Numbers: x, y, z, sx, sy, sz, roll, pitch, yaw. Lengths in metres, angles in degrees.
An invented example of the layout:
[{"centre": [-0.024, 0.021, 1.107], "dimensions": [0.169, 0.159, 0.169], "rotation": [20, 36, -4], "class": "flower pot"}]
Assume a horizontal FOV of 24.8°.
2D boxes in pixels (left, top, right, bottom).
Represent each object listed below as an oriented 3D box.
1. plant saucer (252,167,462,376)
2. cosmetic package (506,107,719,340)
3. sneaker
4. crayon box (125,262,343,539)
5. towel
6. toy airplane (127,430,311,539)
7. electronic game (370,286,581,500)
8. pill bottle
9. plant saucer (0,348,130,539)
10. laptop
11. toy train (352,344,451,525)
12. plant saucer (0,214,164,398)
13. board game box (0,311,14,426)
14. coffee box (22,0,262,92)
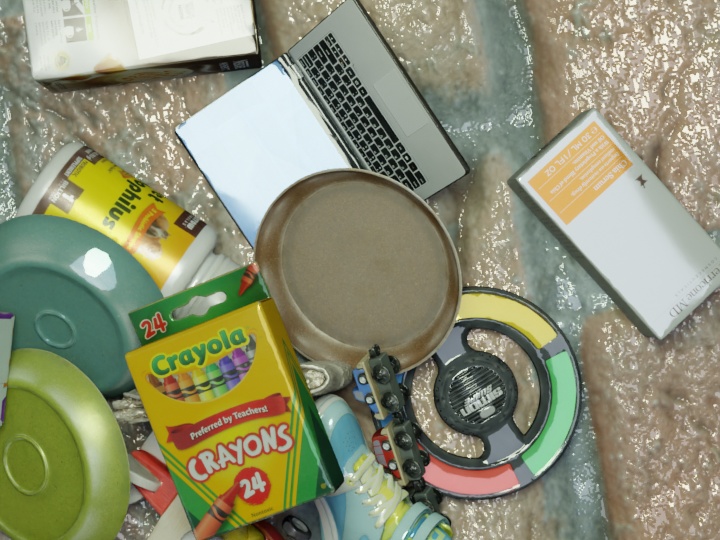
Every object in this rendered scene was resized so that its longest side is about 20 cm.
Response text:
[{"centre": [0.000, 0.000, 1.484], "dimensions": [0.200, 0.032, 0.201], "rotation": [7, 111, 19], "class": "plant saucer"}, {"centre": [0.241, -0.043, 1.515], "dimensions": [0.101, 0.071, 0.200], "rotation": [-43, 93, -1], "class": "cosmetic package"}, {"centre": [0.023, 0.202, 1.453], "dimensions": [0.080, 0.130, 0.200], "rotation": [-45, 134, -37], "class": "sneaker"}, {"centre": [-0.110, 0.109, 1.359], "dimensions": [0.127, 0.051, 0.200], "rotation": [-22, 90, 11], "class": "crayon box"}, {"centre": [-0.111, 0.105, 1.459], "dimensions": [0.199, 0.133, 0.035], "rotation": [-9, 88, 10], "class": "towel"}, {"centre": [-0.144, 0.227, 1.466], "dimensions": [0.199, 0.141, 0.201], "rotation": [-7, 100, 5], "class": "toy airplane"}, {"centre": [0.108, 0.115, 1.529], "dimensions": [0.199, 0.042, 0.201], "rotation": [0, 91, -3], "class": "electronic game"}, {"centre": [-0.206, -0.021, 1.480], "dimensions": [0.200, 0.109, 0.109], "rotation": [33, 90, -3], "class": "pill bottle"}, {"centre": [-0.290, 0.170, 1.463], "dimensions": [0.200, 0.031, 0.201], "rotation": [8, 105, 33], "class": "plant saucer"}, {"centre": [-0.038, -0.110, 1.485], "dimensions": [0.116, 0.200, 0.187], "rotation": [-36, 94, -34], "class": "laptop"}, {"centre": [0.034, 0.161, 1.498], "dimensions": [0.046, 0.034, 0.200], "rotation": [-10, 106, 29], "class": "toy train"}, {"centre": [-0.265, 0.044, 1.457], "dimensions": [0.200, 0.036, 0.200], "rotation": [11, 127, 15], "class": "plant saucer"}, {"centre": [-0.420, 0.074, 1.438], "dimensions": [0.200, 0.105, 0.103], "rotation": [7, 91, 25], "class": "board game box"}, {"centre": [-0.192, -0.215, 1.474], "dimensions": [0.199, 0.114, 0.080], "rotation": [-7, 91, -1], "class": "coffee box"}]
